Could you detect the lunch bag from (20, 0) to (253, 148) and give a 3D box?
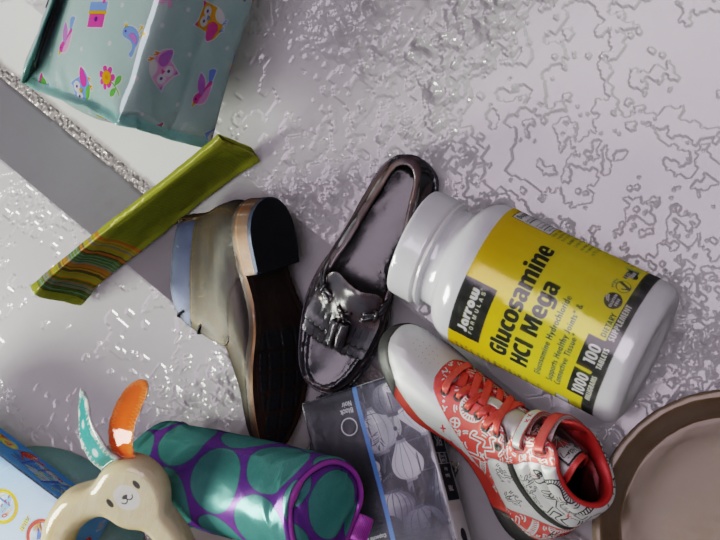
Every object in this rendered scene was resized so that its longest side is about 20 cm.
[{"bbox_3d":[-0.190,-0.206,1.392,0.199,0.122,0.171,25,99,43],"label":"lunch bag"}]

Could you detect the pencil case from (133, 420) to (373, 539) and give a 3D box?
[{"bbox_3d":[-0.091,0.169,1.333,0.199,0.092,0.086,7,66,43],"label":"pencil case"}]

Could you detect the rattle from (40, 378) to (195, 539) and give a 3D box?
[{"bbox_3d":[-0.194,0.198,1.274,0.130,0.143,0.201,21,119,23],"label":"rattle"}]

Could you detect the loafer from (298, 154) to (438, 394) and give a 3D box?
[{"bbox_3d":[0.000,0.000,1.350,0.071,0.063,0.201,24,90,8],"label":"loafer"}]

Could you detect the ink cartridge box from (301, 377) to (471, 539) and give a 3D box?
[{"bbox_3d":[0.027,0.184,1.332,0.099,0.039,0.201,-19,80,19],"label":"ink cartridge box"}]

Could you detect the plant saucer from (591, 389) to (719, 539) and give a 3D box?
[{"bbox_3d":[0.269,0.188,1.269,0.199,0.029,0.202,-5,73,16],"label":"plant saucer"}]

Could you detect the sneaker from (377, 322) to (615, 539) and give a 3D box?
[{"bbox_3d":[0.105,0.108,1.280,0.202,0.067,0.108,53,144,-3],"label":"sneaker"}]

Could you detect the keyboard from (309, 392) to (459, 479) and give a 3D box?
[{"bbox_3d":[0.013,0.197,1.367,0.126,0.021,0.202,6,90,22],"label":"keyboard"}]

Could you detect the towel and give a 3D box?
[{"bbox_3d":[-0.172,-0.038,1.397,0.200,0.086,0.018,-38,79,11],"label":"towel"}]

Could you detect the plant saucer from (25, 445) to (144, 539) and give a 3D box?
[{"bbox_3d":[-0.274,0.247,1.441,0.198,0.036,0.202,-1,87,16],"label":"plant saucer"}]

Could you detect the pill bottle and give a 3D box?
[{"bbox_3d":[0.125,0.021,1.294,0.199,0.112,0.113,26,95,16],"label":"pill bottle"}]

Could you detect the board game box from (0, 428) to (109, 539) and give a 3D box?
[{"bbox_3d":[-0.333,0.225,1.412,0.195,0.056,0.201,34,97,15],"label":"board game box"}]

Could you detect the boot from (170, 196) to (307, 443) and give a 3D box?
[{"bbox_3d":[-0.098,0.042,1.395,0.096,0.074,0.202,1,95,39],"label":"boot"}]
